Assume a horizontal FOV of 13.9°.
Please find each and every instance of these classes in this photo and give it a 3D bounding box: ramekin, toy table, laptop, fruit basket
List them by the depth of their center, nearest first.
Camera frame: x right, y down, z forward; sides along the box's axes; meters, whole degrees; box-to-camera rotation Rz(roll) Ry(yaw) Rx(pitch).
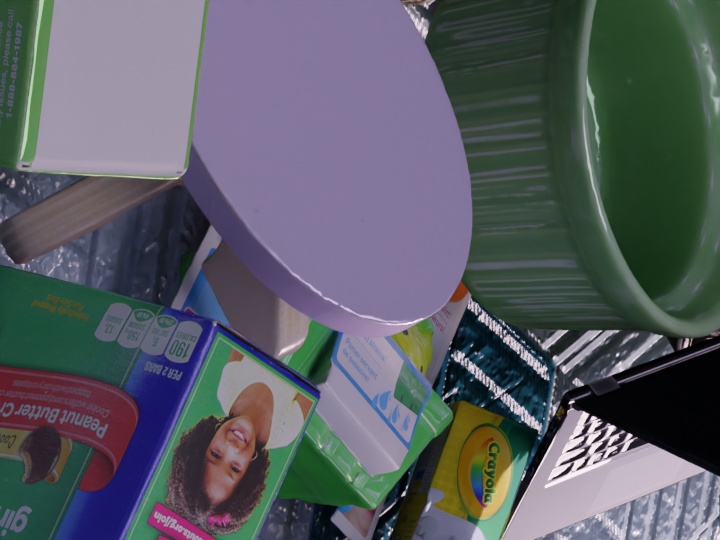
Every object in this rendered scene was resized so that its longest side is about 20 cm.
[{"bbox_3d":[-0.050,-0.055,1.215,0.183,0.117,0.201,-13,81,-36],"label":"toy table"},{"bbox_3d":[0.000,0.000,1.364,0.185,0.093,0.201,52,59,-42],"label":"fruit basket"},{"bbox_3d":[0.190,0.089,1.389,0.187,0.116,0.200,-17,149,-30],"label":"laptop"},{"bbox_3d":[0.109,-0.065,1.401,0.200,0.097,0.201,13,75,-57],"label":"ramekin"}]

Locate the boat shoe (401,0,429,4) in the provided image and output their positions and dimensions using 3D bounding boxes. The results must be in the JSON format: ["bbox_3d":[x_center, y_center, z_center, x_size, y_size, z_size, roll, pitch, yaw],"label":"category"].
[{"bbox_3d":[0.041,-0.224,1.376,0.076,0.071,0.201,-5,114,-60],"label":"boat shoe"}]

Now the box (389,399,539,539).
[{"bbox_3d":[0.028,0.166,1.427,0.117,0.048,0.201,128,-16,-84],"label":"box"}]

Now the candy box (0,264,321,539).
[{"bbox_3d":[-0.129,0.107,1.133,0.077,0.169,0.201,33,76,-44],"label":"candy box"}]

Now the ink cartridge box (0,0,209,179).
[{"bbox_3d":[-0.148,-0.121,1.083,0.084,0.199,0.146,0,100,-45],"label":"ink cartridge box"}]

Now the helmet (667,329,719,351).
[{"bbox_3d":[0.241,-0.032,1.550,0.200,0.199,0.192,48,36,-43],"label":"helmet"}]
